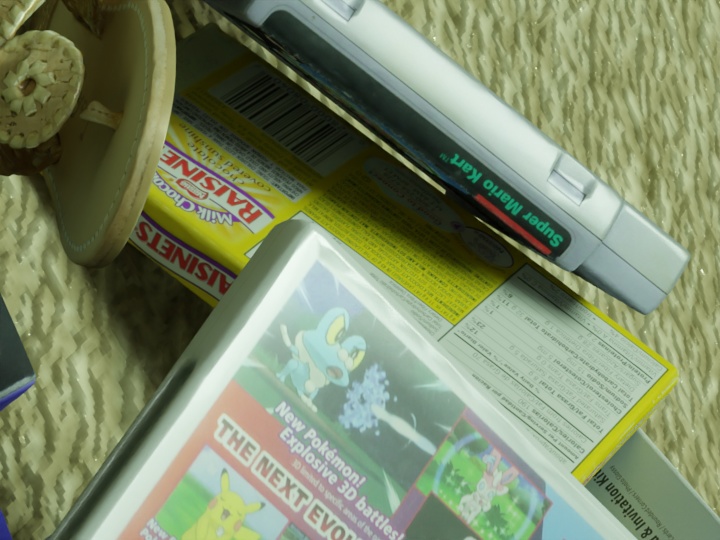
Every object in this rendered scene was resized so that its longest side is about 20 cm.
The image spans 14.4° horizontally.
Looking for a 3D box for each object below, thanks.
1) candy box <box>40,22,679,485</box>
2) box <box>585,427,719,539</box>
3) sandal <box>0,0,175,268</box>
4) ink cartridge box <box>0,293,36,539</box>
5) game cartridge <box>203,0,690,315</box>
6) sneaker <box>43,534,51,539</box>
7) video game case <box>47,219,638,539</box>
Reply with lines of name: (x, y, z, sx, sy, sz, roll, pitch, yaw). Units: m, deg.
candy box: (0.000, 0.000, 0.910, 0.200, 0.026, 0.102, 37, 38, 11)
box: (0.124, 0.128, 0.992, 0.200, 0.041, 0.156, 53, -1, -39)
sandal: (-0.102, -0.062, 0.818, 0.070, 0.078, 0.212, 16, 18, -14)
ink cartridge box: (-0.172, 0.025, 0.749, 0.198, 0.043, 0.200, -32, 102, -53)
game cartridge: (0.008, -0.061, 0.920, 0.200, 0.038, 0.130, 37, 4, -19)
sneaker: (-0.008, 0.127, 0.790, 0.200, 0.112, 0.071, 22, 86, 0)
video game case: (-0.003, 0.119, 0.746, 0.200, 0.023, 0.182, 45, 69, -25)
